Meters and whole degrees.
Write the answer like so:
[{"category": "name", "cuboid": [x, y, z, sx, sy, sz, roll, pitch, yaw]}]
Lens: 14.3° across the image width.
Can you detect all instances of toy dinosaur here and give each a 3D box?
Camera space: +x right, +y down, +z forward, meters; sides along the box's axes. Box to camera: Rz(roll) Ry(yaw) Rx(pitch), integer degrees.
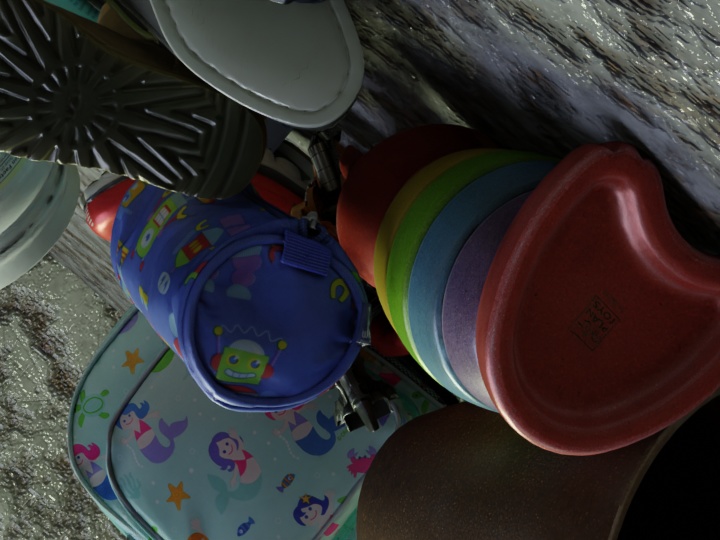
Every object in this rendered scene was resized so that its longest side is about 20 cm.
[{"category": "toy dinosaur", "cuboid": [0.000, 0.000, 1.355, 0.102, 0.200, 0.136, -20, 98, 34]}]

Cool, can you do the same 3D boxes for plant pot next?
[{"category": "plant pot", "cuboid": [0.098, 0.122, 1.266, 0.200, 0.187, 0.187, 10, 153, 48]}]

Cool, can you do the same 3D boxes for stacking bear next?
[{"category": "stacking bear", "cuboid": [0.056, -0.006, 1.202, 0.121, 0.114, 0.200, 44, 175, -30]}]

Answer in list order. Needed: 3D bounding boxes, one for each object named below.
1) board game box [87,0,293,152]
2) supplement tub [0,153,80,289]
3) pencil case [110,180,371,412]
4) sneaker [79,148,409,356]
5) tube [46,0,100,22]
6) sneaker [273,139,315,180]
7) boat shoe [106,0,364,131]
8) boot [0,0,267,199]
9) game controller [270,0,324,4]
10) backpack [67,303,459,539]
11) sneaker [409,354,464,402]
[{"category": "board game box", "cuboid": [-0.124, -0.143, 1.485, 0.134, 0.034, 0.200, 34, 170, 36]}, {"category": "supplement tub", "cuboid": [-0.248, -0.090, 1.518, 0.145, 0.145, 0.200, 30, 159, 47]}, {"category": "pencil case", "cuboid": [-0.055, 0.002, 1.244, 0.078, 0.087, 0.200, 29, -178, -18]}, {"category": "sneaker", "cuboid": [-0.044, -0.006, 1.436, 0.200, 0.085, 0.077, 15, 143, -27]}, {"category": "tube", "cuboid": [-0.151, -0.123, 1.453, 0.200, 0.050, 0.077, 46, 172, -10]}, {"category": "sneaker", "cuboid": [-0.090, -0.045, 1.568, 0.200, 0.090, 0.067, 41, 147, 37]}, {"category": "boat shoe", "cuboid": [-0.070, -0.127, 1.214, 0.202, 0.072, 0.060, 43, 172, 19]}, {"category": "boot", "cuboid": [-0.116, -0.094, 1.298, 0.175, 0.066, 0.200, 25, -166, -7]}, {"category": "game controller", "cuboid": [-0.086, -0.181, 1.139, 0.200, 0.042, 0.104, 37, 157, 12]}, {"category": "backpack", "cuboid": [-0.055, 0.091, 1.533, 0.200, 0.178, 0.151, 41, -178, 23]}, {"category": "sneaker", "cuboid": [0.047, 0.047, 1.613, 0.200, 0.078, 0.085, 35, 172, 25]}]
